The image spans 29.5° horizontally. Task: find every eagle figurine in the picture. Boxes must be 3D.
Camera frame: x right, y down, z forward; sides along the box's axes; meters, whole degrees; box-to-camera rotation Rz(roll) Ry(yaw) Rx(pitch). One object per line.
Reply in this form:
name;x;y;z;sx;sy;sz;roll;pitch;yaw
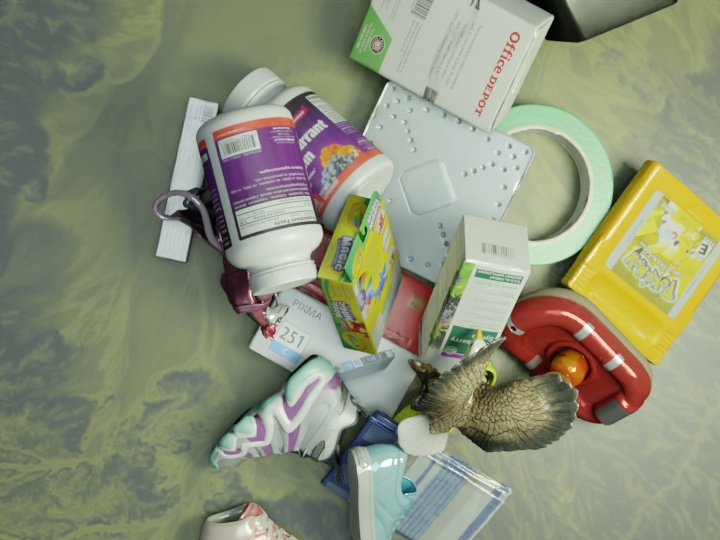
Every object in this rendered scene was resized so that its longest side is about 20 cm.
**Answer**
eagle figurine;0.127;0.138;1.547;0.152;0.200;0.151;-19;101;-23

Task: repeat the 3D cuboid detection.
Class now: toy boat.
toy boat;0.249;0.121;1.662;0.200;0.130;0.131;45;48;-4

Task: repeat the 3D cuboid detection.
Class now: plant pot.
plant pot;0.276;-0.381;1.649;0.199;0.200;0.178;-23;103;-5

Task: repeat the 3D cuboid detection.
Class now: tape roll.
tape roll;0.213;-0.106;1.711;0.200;0.048;0.201;0;91;-5

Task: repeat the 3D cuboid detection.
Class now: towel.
towel;0.068;0.266;1.681;0.200;0.024;0.147;30;123;-4

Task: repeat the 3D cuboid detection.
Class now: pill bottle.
pill bottle;-0.109;-0.078;1.531;0.112;0.112;0.200;-14;85;-6
pill bottle;-0.067;-0.150;1.635;0.200;0.111;0.111;42;86;14

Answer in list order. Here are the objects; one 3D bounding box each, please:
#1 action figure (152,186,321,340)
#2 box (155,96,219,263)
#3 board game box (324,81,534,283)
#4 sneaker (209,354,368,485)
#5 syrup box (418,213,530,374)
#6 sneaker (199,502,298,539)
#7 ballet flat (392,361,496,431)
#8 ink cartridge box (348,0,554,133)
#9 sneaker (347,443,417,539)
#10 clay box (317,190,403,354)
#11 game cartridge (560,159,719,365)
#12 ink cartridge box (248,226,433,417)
action figure;-0.134;-0.013;1.608;0.149;0.134;0.200;-9;83;-49
box;-0.211;-0.111;1.671;0.041;0.039;0.200;11;90;-4
board game box;0.083;-0.101;1.672;0.200;0.026;0.200;27;97;8
sneaker;-0.078;0.211;1.649;0.200;0.078;0.140;-41;92;19
syrup box;0.131;0.035;1.606;0.079;0.082;0.200;11;134;-8
sneaker;-0.102;0.339;1.669;0.200;0.075;0.105;3;96;-2
ballet flat;0.094;0.182;1.687;0.200;0.067;0.067;-47;118;-4
ink cartridge box;0.108;-0.278;1.627;0.200;0.084;0.146;31;120;10
sneaker;0.031;0.290;1.650;0.082;0.074;0.200;-9;130;-9
clay box;0.000;0.000;1.587;0.048;0.200;0.115;11;62;18
game cartridge;0.366;-0.008;1.713;0.176;0.032;0.200;36;86;-22
ink cartridge box;-0.011;0.065;1.692;0.200;0.045;0.176;29;89;-6
